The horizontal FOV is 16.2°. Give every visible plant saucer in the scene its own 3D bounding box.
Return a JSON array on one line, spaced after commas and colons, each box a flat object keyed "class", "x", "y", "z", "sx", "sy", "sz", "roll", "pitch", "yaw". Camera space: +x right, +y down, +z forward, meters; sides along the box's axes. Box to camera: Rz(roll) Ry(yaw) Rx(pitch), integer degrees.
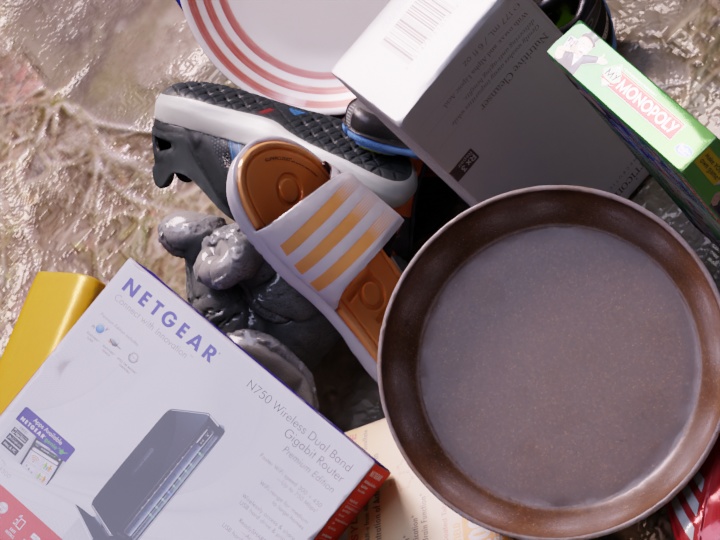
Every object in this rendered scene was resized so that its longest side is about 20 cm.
[{"class": "plant saucer", "x": 0.110, "y": 0.053, "z": 1.422, "sx": 0.200, "sy": 0.034, "sz": 0.201, "roll": -2, "pitch": 82, "yaw": 11}]

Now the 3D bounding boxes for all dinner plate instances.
[{"class": "dinner plate", "x": -0.024, "y": -0.202, "z": 1.654, "sx": 0.200, "sy": 0.024, "sz": 0.201, "roll": 3, "pitch": 100, "yaw": 16}]

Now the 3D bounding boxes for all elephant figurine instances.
[{"class": "elephant figurine", "x": -0.083, "y": 0.071, "z": 1.593, "sx": 0.155, "sy": 0.141, "sz": 0.200, "roll": 8, "pitch": 85, "yaw": 33}]

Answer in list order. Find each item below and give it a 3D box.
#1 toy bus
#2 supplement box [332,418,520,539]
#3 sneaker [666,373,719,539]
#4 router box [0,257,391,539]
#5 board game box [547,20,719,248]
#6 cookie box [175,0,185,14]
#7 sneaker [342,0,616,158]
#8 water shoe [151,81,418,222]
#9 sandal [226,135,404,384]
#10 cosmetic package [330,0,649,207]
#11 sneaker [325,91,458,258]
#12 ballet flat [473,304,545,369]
[{"class": "toy bus", "x": -0.216, "y": 0.107, "z": 1.715, "sx": 0.065, "sy": 0.078, "sz": 0.200, "roll": 4, "pitch": 65, "yaw": 38}, {"class": "supplement box", "x": 0.018, "y": 0.160, "z": 1.510, "sx": 0.200, "sy": 0.074, "sz": 0.126, "roll": -22, "pitch": 50, "yaw": 24}, {"class": "sneaker", "x": 0.249, "y": 0.131, "z": 1.372, "sx": 0.200, "sy": 0.078, "sz": 0.116, "roll": 17, "pitch": 81, "yaw": 55}, {"class": "router box", "x": -0.115, "y": 0.124, "z": 1.487, "sx": 0.200, "sy": 0.049, "sz": 0.180, "roll": 38, "pitch": 89, "yaw": 17}, {"class": "board game box", "x": 0.195, "y": -0.048, "z": 1.426, "sx": 0.029, "sy": 0.200, "sz": 0.135, "roll": -45, "pitch": 46, "yaw": 2}, {"class": "cookie box", "x": -0.021, "y": -0.241, "z": 1.752, "sx": 0.200, "sy": 0.075, "sz": 0.171, "roll": -29, "pitch": 17, "yaw": 17}, {"class": "sneaker", "x": 0.072, "y": -0.134, "z": 1.610, "sx": 0.199, "sy": 0.083, "sz": 0.071, "roll": -26, "pitch": 39, "yaw": -17}, {"class": "water shoe", "x": -0.049, "y": -0.063, "z": 1.637, "sx": 0.200, "sy": 0.071, "sz": 0.079, "roll": 22, "pitch": 113, "yaw": 31}, {"class": "sandal", "x": 0.004, "y": -0.005, "z": 1.542, "sx": 0.059, "sy": 0.207, "sz": 0.079, "roll": -17, "pitch": 30, "yaw": 49}, {"class": "cosmetic package", "x": 0.087, "y": -0.096, "z": 1.539, "sx": 0.113, "sy": 0.200, "sz": 0.081, "roll": -50, "pitch": 44, "yaw": 2}, {"class": "sneaker", "x": 0.015, "y": -0.090, "z": 1.686, "sx": 0.112, "sy": 0.078, "sz": 0.200, "roll": -14, "pitch": 65, "yaw": 24}, {"class": "ballet flat", "x": 0.081, "y": 0.019, "z": 1.543, "sx": 0.200, "sy": 0.057, "sz": 0.067, "roll": -106, "pitch": 22, "yaw": -67}]
